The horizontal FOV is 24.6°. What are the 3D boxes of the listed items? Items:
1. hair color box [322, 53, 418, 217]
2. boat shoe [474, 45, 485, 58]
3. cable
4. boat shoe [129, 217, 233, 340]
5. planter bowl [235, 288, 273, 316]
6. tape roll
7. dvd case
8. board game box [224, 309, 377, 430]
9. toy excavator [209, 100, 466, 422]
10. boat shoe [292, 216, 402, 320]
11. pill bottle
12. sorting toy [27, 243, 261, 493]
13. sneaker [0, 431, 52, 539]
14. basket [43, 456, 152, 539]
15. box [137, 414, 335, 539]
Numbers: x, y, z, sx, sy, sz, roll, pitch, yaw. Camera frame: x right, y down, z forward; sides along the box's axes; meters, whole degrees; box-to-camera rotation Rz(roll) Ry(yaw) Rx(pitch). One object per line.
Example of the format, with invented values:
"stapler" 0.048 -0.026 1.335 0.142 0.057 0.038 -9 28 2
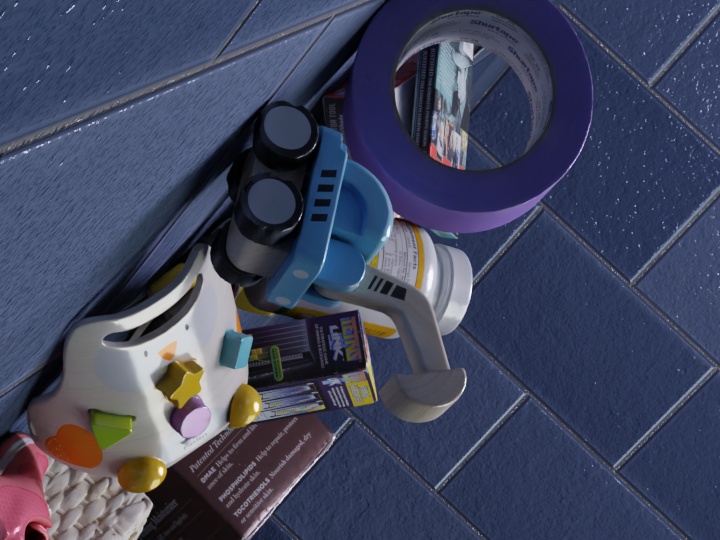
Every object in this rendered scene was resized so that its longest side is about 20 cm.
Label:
"hair color box" 0.030 -0.127 1.514 0.200 0.063 0.112 -43 131 -62
"boat shoe" 0.126 -0.261 1.644 0.200 0.075 0.060 -50 -177 25
"cable" -0.102 -0.018 1.395 0.200 0.051 0.097 -44 141 13
"boat shoe" -0.149 0.039 1.508 0.200 0.066 0.074 -50 177 31
"planter bowl" -0.082 -0.015 1.690 0.201 0.083 0.200 -49 178 -2
"tape roll" 0.086 -0.137 1.359 0.200 0.200 0.085 -47 177 -12
"dvd case" 0.074 -0.139 1.505 0.146 0.022 0.203 24 71 -73
"board game box" -0.071 0.092 1.490 0.163 0.057 0.200 -11 167 0
"toy excavator" -0.007 -0.004 1.219 0.100 0.198 0.197 127 -23 -59
"boat shoe" -0.002 -0.024 1.622 0.200 0.072 0.076 -46 -158 -12
"pill bottle" 0.000 0.000 1.523 0.113 0.198 0.114 -34 -131 53
"sorting toy" -0.160 0.064 1.279 0.199 0.107 0.181 -34 150 -22
"sneaker" -0.276 0.187 1.294 0.074 0.087 0.200 -47 178 5
"basket" -0.294 0.248 1.463 0.200 0.135 0.124 -46 173 -41
"box" -0.168 0.176 1.659 0.164 0.200 0.166 -46 -179 -38
